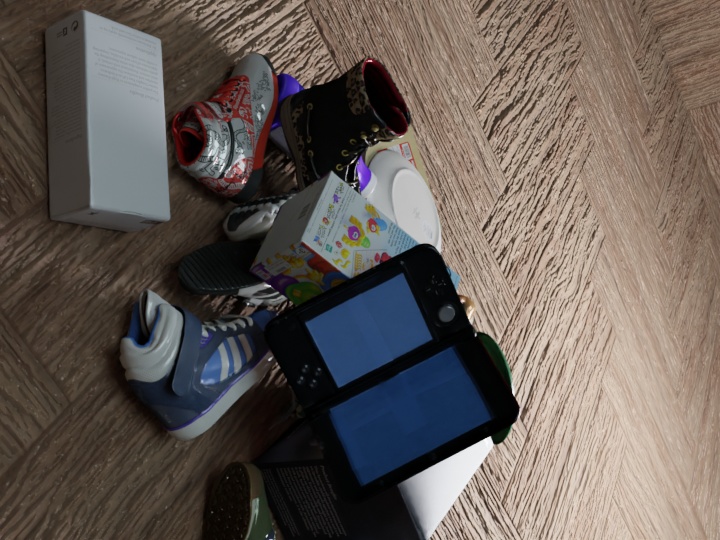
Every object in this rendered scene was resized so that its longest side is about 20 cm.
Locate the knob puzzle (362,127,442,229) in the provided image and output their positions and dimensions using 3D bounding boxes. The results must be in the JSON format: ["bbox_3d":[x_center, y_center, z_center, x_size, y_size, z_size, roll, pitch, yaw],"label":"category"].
[{"bbox_3d":[0.045,-0.119,1.309,0.219,0.030,0.220,26,57,-51],"label":"knob puzzle"}]

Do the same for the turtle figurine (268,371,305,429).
[{"bbox_3d":[-0.047,0.120,1.033,0.200,0.100,0.150,-86,-174,-50],"label":"turtle figurine"}]

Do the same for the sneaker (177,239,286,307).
[{"bbox_3d":[-0.124,0.013,1.008,0.200,0.089,0.074,-11,51,-41],"label":"sneaker"}]

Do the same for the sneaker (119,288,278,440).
[{"bbox_3d":[-0.168,0.064,0.927,0.200,0.080,0.147,-50,124,-41],"label":"sneaker"}]

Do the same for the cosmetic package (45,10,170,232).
[{"bbox_3d":[-0.255,-0.146,0.884,0.102,0.074,0.201,9,74,-52],"label":"cosmetic package"}]

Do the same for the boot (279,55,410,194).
[{"bbox_3d":[-0.007,-0.138,1.024,0.073,0.150,0.201,-15,85,-45],"label":"boot"}]

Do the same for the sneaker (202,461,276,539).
[{"bbox_3d":[-0.118,0.309,0.938,0.090,0.067,0.201,21,68,-50],"label":"sneaker"}]

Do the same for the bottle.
[{"bbox_3d":[-0.056,-0.167,1.154,0.200,0.065,0.084,41,41,-36],"label":"bottle"}]

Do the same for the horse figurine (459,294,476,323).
[{"bbox_3d":[0.135,0.085,1.303,0.133,0.050,0.200,-61,164,-17],"label":"horse figurine"}]

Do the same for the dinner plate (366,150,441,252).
[{"bbox_3d":[0.073,-0.083,1.284,0.200,0.024,0.201,29,54,-49],"label":"dinner plate"}]

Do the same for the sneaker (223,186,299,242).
[{"bbox_3d":[-0.089,-0.058,1.086,0.200,0.075,0.081,-23,108,-53],"label":"sneaker"}]

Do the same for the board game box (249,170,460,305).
[{"bbox_3d":[-0.003,0.004,0.973,0.200,0.103,0.105,38,51,-21],"label":"board game box"}]

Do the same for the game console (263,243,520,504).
[{"bbox_3d":[0.029,0.099,0.872,0.173,0.200,0.119,64,-3,-23],"label":"game console"}]

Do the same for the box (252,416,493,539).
[{"bbox_3d":[0.019,0.216,1.036,0.200,0.198,0.124,-38,111,-52],"label":"box"}]

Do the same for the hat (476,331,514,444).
[{"bbox_3d":[0.117,0.189,1.294,0.175,0.200,0.166,-4,118,-17],"label":"hat"}]

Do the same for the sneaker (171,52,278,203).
[{"bbox_3d":[-0.159,-0.189,1.029,0.108,0.067,0.202,29,60,-49],"label":"sneaker"}]
